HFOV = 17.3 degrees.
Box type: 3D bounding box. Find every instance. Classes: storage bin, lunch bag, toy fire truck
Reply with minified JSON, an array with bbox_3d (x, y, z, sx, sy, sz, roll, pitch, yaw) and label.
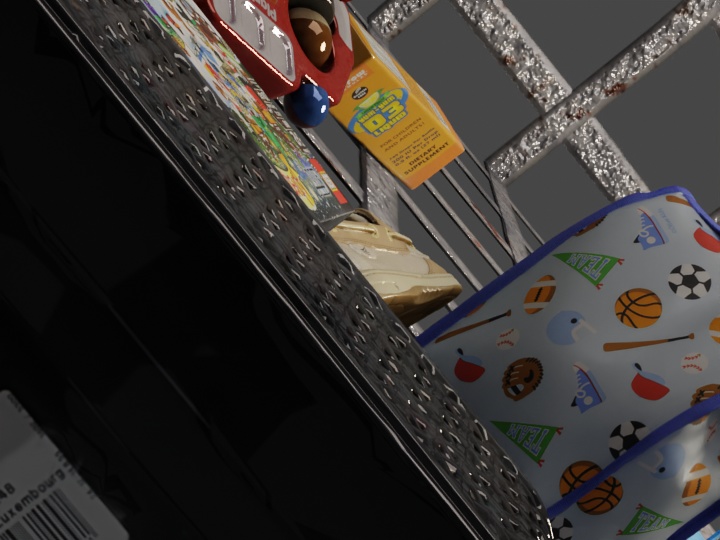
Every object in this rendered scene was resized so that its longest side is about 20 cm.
[{"bbox_3d":[-0.065,0.035,0.467,0.200,0.135,0.094,51,7,-3],"label":"storage bin"},{"bbox_3d":[0.151,0.066,1.346,0.124,0.200,0.170,42,11,-48],"label":"lunch bag"},{"bbox_3d":[-0.067,-0.190,1.690,0.200,0.112,0.168,42,36,-47],"label":"toy fire truck"}]

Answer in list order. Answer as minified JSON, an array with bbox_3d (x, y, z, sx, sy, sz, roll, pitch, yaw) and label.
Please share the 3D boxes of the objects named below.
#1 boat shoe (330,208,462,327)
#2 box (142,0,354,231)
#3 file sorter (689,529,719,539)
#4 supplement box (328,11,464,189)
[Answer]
[{"bbox_3d":[0.000,0.000,1.242,0.069,0.074,0.200,59,9,9],"label":"boat shoe"},{"bbox_3d":[-0.069,-0.065,1.025,0.137,0.038,0.200,52,8,1],"label":"box"},{"bbox_3d":[0.323,0.208,1.984,0.139,0.123,0.200,45,10,-45],"label":"file sorter"},{"bbox_3d":[0.014,-0.145,2.021,0.200,0.066,0.069,40,17,-54],"label":"supplement box"}]
